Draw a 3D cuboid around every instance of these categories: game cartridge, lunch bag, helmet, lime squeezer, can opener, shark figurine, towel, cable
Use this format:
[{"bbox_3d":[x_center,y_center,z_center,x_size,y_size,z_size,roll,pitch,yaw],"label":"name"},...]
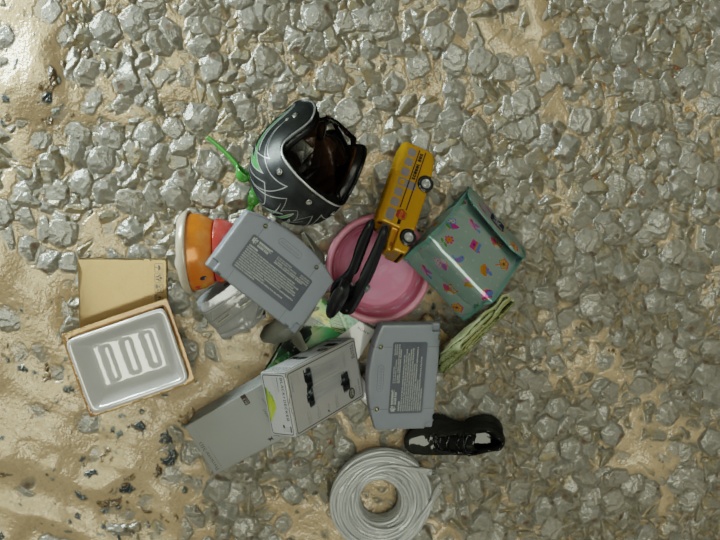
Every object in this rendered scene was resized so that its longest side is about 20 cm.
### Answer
[{"bbox_3d":[-0.149,-0.004,1.614,0.199,0.041,0.134,39,80,-21],"label":"game cartridge"},{"bbox_3d":[0.203,-0.041,1.703,0.171,0.122,0.200,46,54,-3],"label":"lunch bag"},{"bbox_3d":[-0.100,-0.175,1.628,0.198,0.200,0.193,31,80,-10],"label":"helmet"},{"bbox_3d":[-0.218,-0.155,1.711,0.070,0.038,0.203,-10,102,28],"label":"lime squeezer"},{"bbox_3d":[0.000,0.000,1.660,0.063,0.079,0.202,25,117,-9],"label":"can opener"},{"bbox_3d":[0.075,0.190,1.718,0.131,0.042,0.204,2,104,-8],"label":"game cartridge"},{"bbox_3d":[-0.119,0.052,1.690,0.089,0.128,0.216,26,100,-37],"label":"shark figurine"},{"bbox_3d":[0.202,0.113,1.698,0.148,0.200,0.037,-42,81,-18],"label":"towel"},{"bbox_3d":[0.038,0.435,1.804,0.198,0.069,0.202,25,96,-8],"label":"cable"}]

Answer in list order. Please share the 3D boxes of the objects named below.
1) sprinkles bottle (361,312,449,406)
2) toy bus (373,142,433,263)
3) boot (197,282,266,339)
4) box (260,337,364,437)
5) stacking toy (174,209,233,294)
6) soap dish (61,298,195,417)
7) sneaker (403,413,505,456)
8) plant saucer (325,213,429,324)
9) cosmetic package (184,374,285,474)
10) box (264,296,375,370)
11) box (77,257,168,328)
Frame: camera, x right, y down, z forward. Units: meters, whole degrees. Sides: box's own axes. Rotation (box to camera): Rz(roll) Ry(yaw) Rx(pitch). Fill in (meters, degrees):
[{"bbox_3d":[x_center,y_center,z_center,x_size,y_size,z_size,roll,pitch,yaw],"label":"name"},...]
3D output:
[{"bbox_3d":[0.074,0.170,1.767,0.200,0.068,0.068,-43,100,2],"label":"sprinkles bottle"},{"bbox_3d":[0.075,-0.121,1.686,0.077,0.065,0.203,22,71,-8],"label":"toy bus"},{"bbox_3d":[-0.195,0.042,1.728,0.198,0.074,0.096,-33,113,2],"label":"boot"},{"bbox_3d":[-0.082,0.201,1.661,0.059,0.199,0.119,-2,104,37],"label":"box"},{"bbox_3d":[-0.220,-0.037,1.656,0.196,0.146,0.149,-3,99,1],"label":"stacking toy"},{"bbox_3d":[-0.411,0.153,1.684,0.197,0.081,0.160,-18,100,-3],"label":"soap dish"},{"bbox_3d":[0.181,0.317,1.790,0.196,0.091,0.077,-7,101,-4],"label":"sneaker"},{"bbox_3d":[0.032,-0.005,1.746,0.197,0.051,0.204,-1,100,-6],"label":"plant saucer"},{"bbox_3d":[-0.206,0.272,1.724,0.198,0.081,0.114,-32,98,14],"label":"cosmetic package"},{"bbox_3d":[-0.081,0.158,1.766,0.143,0.036,0.202,30,93,-10],"label":"box"},{"bbox_3d":[-0.433,0.078,1.723,0.160,0.021,0.204,0,99,-6],"label":"box"}]
